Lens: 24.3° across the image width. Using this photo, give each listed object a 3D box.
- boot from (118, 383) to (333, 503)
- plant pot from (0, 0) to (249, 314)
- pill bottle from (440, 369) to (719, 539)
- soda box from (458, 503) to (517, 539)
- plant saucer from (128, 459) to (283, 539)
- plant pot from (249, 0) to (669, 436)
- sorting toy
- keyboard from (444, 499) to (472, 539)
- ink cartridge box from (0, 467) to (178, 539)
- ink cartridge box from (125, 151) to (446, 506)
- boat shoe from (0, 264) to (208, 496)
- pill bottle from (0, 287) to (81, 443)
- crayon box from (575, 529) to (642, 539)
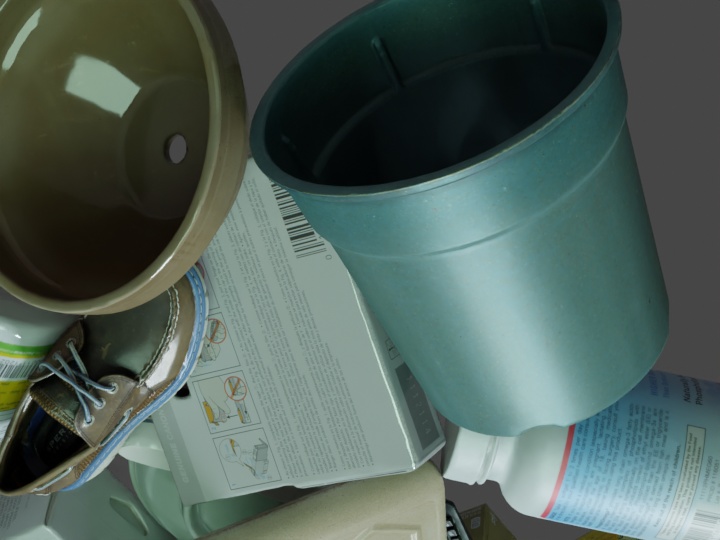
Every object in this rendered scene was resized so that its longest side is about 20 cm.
[{"bbox_3d":[-0.057,0.098,1.099,0.199,0.091,0.073,19,158,-22],"label":"boot"},{"bbox_3d":[-0.129,-0.074,0.934,0.201,0.201,0.093,-30,161,29],"label":"plant pot"},{"bbox_3d":[0.157,0.113,1.079,0.199,0.109,0.109,12,131,-3],"label":"pill bottle"},{"bbox_3d":[0.024,0.245,1.241,0.200,0.064,0.068,-24,124,25],"label":"soda box"},{"bbox_3d":[-0.070,0.161,1.189,0.199,0.050,0.201,3,131,4],"label":"plant saucer"},{"bbox_3d":[0.071,-0.030,0.899,0.200,0.201,0.196,-14,126,19],"label":"plant pot"},{"bbox_3d":[-0.028,0.223,1.100,0.185,0.036,0.201,-20,128,-17],"label":"sorting toy"},{"bbox_3d":[-0.004,0.228,1.180,0.199,0.021,0.127,-16,119,22],"label":"keyboard"},{"bbox_3d":[-0.252,0.230,1.249,0.200,0.084,0.145,-26,124,26],"label":"ink cartridge box"},{"bbox_3d":[-0.060,0.033,1.000,0.176,0.045,0.201,-14,100,33],"label":"ink cartridge box"},{"bbox_3d":[-0.158,0.070,0.998,0.072,0.072,0.200,40,121,13],"label":"boat shoe"},{"bbox_3d":[-0.257,0.056,1.079,0.111,0.111,0.200,26,129,-15],"label":"pill bottle"},{"bbox_3d":[0.135,0.279,1.220,0.058,0.119,0.200,36,126,-23],"label":"crayon box"}]
